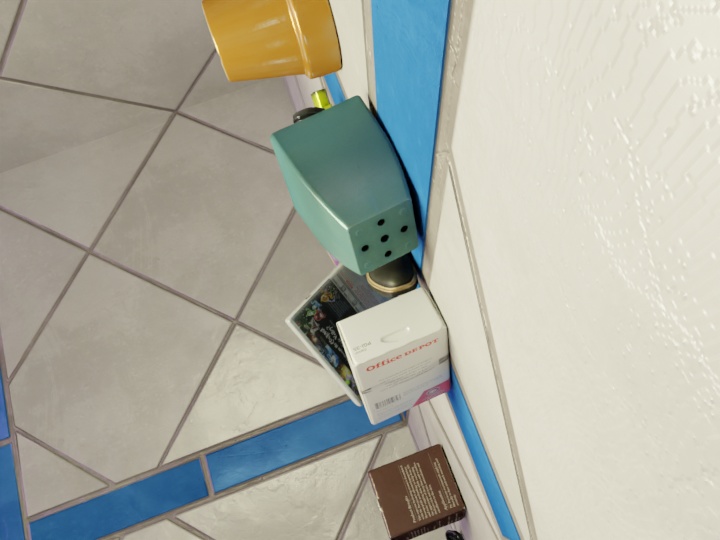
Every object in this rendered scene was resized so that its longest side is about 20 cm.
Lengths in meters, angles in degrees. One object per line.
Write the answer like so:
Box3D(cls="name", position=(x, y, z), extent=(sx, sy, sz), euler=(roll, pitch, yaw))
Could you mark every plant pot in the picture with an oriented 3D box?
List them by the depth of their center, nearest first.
Box3D(cls="plant pot", position=(-0.010, -0.102, 0.816), extent=(0.201, 0.140, 0.142), euler=(58, 169, 40))
Box3D(cls="plant pot", position=(-0.147, -0.393, 0.977), extent=(0.200, 0.181, 0.203), euler=(160, 90, -87))

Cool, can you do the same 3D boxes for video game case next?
Box3D(cls="video game case", position=(-0.004, 0.095, 1.038), extent=(0.201, 0.182, 0.023), euler=(51, 157, -17))

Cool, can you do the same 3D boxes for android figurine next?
Box3D(cls="android figurine", position=(-0.072, -0.318, 1.423), extent=(0.182, 0.040, 0.203), euler=(-121, 14, -74))

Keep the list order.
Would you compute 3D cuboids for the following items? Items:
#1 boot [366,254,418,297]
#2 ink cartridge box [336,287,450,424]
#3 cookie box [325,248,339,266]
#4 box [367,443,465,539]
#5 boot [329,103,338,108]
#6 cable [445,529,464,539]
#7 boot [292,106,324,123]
Box3D(cls="boot", position=(0.031, -0.059, 0.946), extent=(0.201, 0.076, 0.140), euler=(-117, 13, -61))
Box3D(cls="ink cartridge box", position=(0.057, 0.134, 0.928), extent=(0.201, 0.144, 0.083), euler=(76, 170, -52))
Box3D(cls="cookie box", position=(-0.043, -0.130, 1.311), extent=(0.171, 0.074, 0.204), euler=(68, -166, -73))
Box3D(cls="box", position=(0.143, 0.565, 1.529), extent=(0.165, 0.197, 0.168), euler=(75, 175, -60))
Box3D(cls="boot", position=(-0.017, -0.185, 1.078), extent=(0.144, 0.070, 0.204), euler=(48, -149, -44))
Box3D(cls="cable", position=(0.307, 0.872, 1.840), extent=(0.201, 0.050, 0.165), euler=(76, 174, -50))
Box3D(cls="boot", position=(-0.048, -0.187, 1.134), extent=(0.164, 0.065, 0.203), euler=(11, -118, -59))
